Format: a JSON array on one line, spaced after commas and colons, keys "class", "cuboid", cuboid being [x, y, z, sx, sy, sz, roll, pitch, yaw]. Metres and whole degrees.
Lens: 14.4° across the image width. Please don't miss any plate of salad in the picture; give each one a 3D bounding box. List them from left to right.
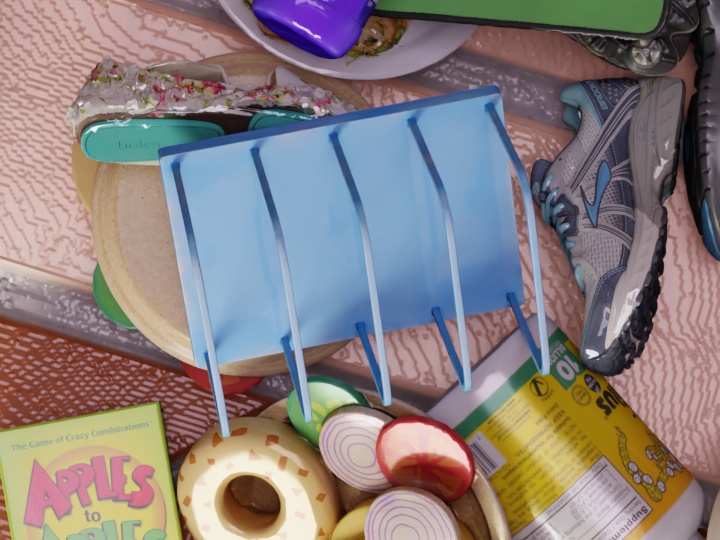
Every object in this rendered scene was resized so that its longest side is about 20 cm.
[{"class": "plate of salad", "cuboid": [-0.004, -0.213, 1.720, 0.198, 0.048, 0.202, 3, 73, -11]}]

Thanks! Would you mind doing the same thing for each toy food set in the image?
[{"class": "toy food set", "cuboid": [-0.068, -0.031, 1.718, 0.199, 0.049, 0.199, -13, 87, -3]}, {"class": "toy food set", "cuboid": [-0.001, 0.157, 1.670, 0.197, 0.049, 0.201, -25, 96, 32]}]

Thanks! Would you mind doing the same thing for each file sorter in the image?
[{"class": "file sorter", "cuboid": [0.000, 0.000, 1.602, 0.198, 0.123, 0.140, -11, 119, -5]}]

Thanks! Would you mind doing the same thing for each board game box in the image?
[{"class": "board game box", "cuboid": [-0.153, 0.187, 1.710, 0.101, 0.048, 0.202, -10, 87, -2]}]

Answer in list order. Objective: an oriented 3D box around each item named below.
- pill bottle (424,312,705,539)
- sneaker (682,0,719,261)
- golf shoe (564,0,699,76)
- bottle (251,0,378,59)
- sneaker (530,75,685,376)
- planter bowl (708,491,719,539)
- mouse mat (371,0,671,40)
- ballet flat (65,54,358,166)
[{"class": "pill bottle", "cuboid": [0.133, 0.133, 1.690, 0.113, 0.113, 0.200, -42, 88, -4]}, {"class": "sneaker", "cuboid": [0.238, -0.105, 1.728, 0.081, 0.073, 0.202, 2, 87, -3]}, {"class": "golf shoe", "cuboid": [0.110, -0.183, 1.718, 0.200, 0.088, 0.077, 39, 87, -1]}, {"class": "bottle", "cuboid": [0.011, -0.220, 1.642, 0.065, 0.084, 0.201, 30, 87, -10]}, {"class": "sneaker", "cuboid": [0.142, -0.028, 1.708, 0.086, 0.078, 0.201, 7, 60, 9]}, {"class": "planter bowl", "cuboid": [0.318, 0.171, 1.641, 0.199, 0.134, 0.202, 8, 76, -32]}, {"class": "mouse mat", "cuboid": [0.093, -0.219, 1.665, 0.199, 0.008, 0.162, 7, 81, 19]}, {"class": "ballet flat", "cuboid": [-0.071, -0.093, 1.659, 0.198, 0.076, 0.064, 7, 53, -7]}]
